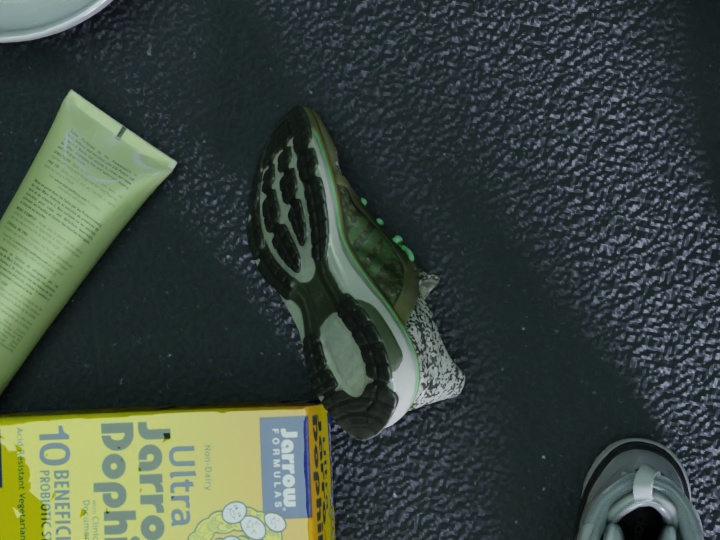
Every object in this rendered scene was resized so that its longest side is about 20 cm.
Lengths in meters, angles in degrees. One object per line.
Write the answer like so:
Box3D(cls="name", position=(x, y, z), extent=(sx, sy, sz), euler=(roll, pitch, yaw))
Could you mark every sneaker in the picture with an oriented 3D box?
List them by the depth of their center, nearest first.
Box3D(cls="sneaker", position=(0.139, 0.192, 1.033), extent=(0.074, 0.115, 0.202), euler=(8, 89, 6))
Box3D(cls="sneaker", position=(0.000, 0.000, 1.086), extent=(0.077, 0.088, 0.202), euler=(-38, 62, 40))

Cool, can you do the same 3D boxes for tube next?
Box3D(cls="tube", position=(-0.189, 0.001, 1.110), extent=(0.058, 0.052, 0.201), euler=(34, 87, -36))

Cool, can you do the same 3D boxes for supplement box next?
Box3D(cls="supplement box", position=(-0.116, 0.130, 1.064), extent=(0.198, 0.110, 0.110), euler=(-3, 88, 5))

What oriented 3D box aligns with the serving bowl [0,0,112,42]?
Box3D(cls="serving bowl", position=(-0.199, -0.227, 1.107), extent=(0.198, 0.066, 0.203), euler=(0, 88, 5))
